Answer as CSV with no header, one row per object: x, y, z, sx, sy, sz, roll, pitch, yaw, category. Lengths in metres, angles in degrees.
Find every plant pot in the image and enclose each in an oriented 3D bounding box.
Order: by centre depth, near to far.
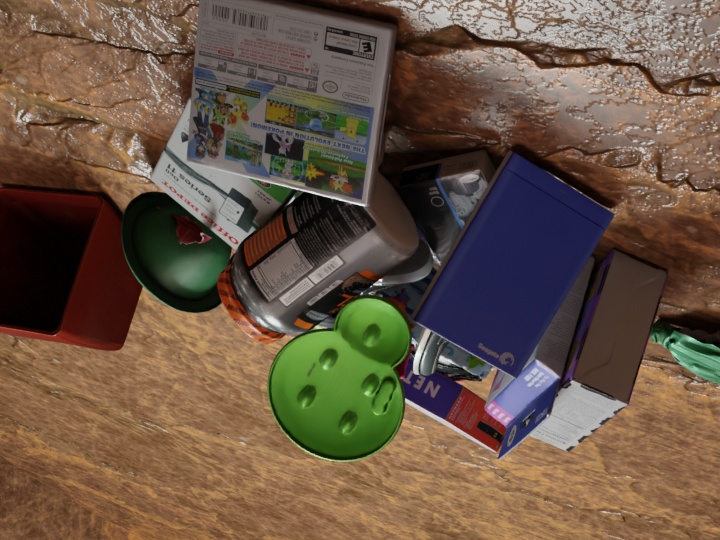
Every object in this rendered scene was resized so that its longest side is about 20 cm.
-0.412,0.015,1.971,0.200,0.200,0.176,6,162,30,plant pot

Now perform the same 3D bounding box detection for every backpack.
0.082,0.052,1.685,0.200,0.154,0.163,44,179,21,backpack

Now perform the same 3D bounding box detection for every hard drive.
0.158,-0.005,1.460,0.132,0.200,0.025,29,-176,-16,hard drive

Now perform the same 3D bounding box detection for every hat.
-0.176,-0.054,1.702,0.165,0.200,0.176,21,137,-34,hat

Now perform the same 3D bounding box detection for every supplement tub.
-0.048,-0.015,1.489,0.200,0.123,0.122,-36,126,22,supplement tub

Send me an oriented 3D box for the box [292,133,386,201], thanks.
-0.031,-0.094,1.568,0.041,0.039,0.200,18,148,-16,box

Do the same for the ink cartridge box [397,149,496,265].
0.126,-0.037,1.526,0.099,0.039,0.200,-12,129,27,ink cartridge box

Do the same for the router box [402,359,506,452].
0.076,0.149,1.796,0.200,0.049,0.179,27,174,31,router box

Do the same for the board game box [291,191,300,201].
-0.070,-0.085,1.675,0.095,0.030,0.200,8,154,29,board game box

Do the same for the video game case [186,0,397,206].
-0.071,-0.171,1.380,0.199,0.022,0.183,14,115,14,video game case

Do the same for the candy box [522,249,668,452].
0.261,0.095,1.599,0.071,0.168,0.200,23,155,-1,candy box

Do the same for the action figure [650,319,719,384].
0.427,0.102,1.616,0.200,0.055,0.118,21,157,19,action figure

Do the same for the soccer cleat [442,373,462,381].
0.069,0.081,1.864,0.200,0.070,0.086,32,179,-30,soccer cleat

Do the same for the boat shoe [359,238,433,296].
-0.001,0.002,1.581,0.199,0.074,0.068,-2,135,29,boat shoe

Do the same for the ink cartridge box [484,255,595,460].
0.197,0.098,1.619,0.043,0.200,0.196,23,155,-3,ink cartridge box

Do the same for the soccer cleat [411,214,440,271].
0.067,-0.047,1.609,0.200,0.068,0.073,23,136,-1,soccer cleat

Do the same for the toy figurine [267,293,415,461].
0.007,0.082,1.538,0.150,0.184,0.200,30,114,4,toy figurine

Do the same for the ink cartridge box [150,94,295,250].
-0.133,-0.121,1.534,0.147,0.083,0.200,39,150,-2,ink cartridge box

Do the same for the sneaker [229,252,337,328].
-0.079,0.019,1.854,0.200,0.072,0.083,27,148,-29,sneaker

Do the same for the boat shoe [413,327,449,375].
0.106,0.049,1.538,0.062,0.073,0.200,19,130,1,boat shoe
